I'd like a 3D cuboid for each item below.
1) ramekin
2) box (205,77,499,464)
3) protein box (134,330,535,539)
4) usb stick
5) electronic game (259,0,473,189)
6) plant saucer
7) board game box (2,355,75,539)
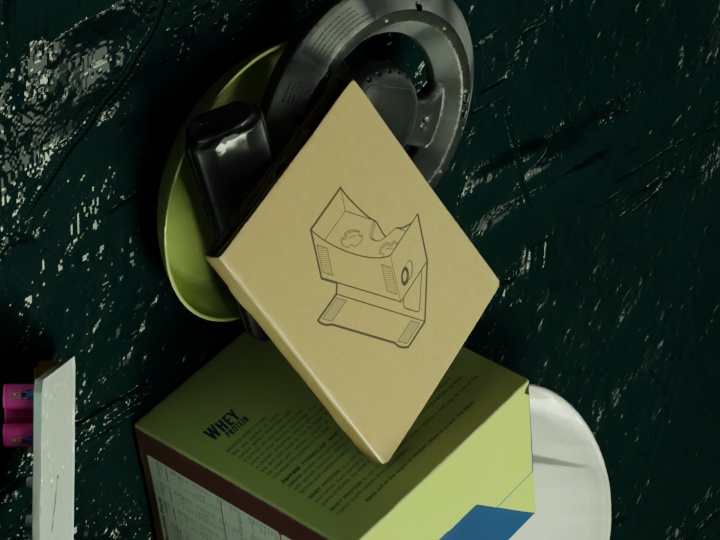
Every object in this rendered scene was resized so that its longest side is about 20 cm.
[{"bbox_3d":[0.104,0.194,1.951,0.201,0.094,0.204,6,81,-42],"label":"ramekin"},{"bbox_3d":[0.000,0.000,1.585,0.200,0.021,0.164,52,59,-31],"label":"box"},{"bbox_3d":[-0.015,0.140,1.696,0.198,0.199,0.136,-40,141,-33],"label":"protein box"},{"bbox_3d":[-0.071,-0.030,1.587,0.055,0.033,0.201,-27,138,-11],"label":"usb stick"},{"bbox_3d":[0.004,-0.105,1.645,0.199,0.041,0.201,-27,131,-35],"label":"electronic game"},{"bbox_3d":[-0.074,-0.064,1.628,0.200,0.031,0.201,-36,139,-39],"label":"plant saucer"},{"bbox_3d":[-0.194,0.158,1.458,0.200,0.026,0.202,-123,-146,-88],"label":"board game box"}]
